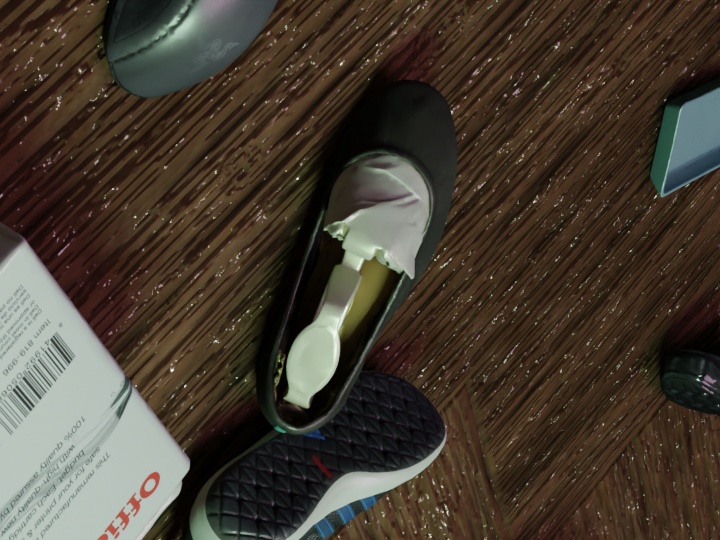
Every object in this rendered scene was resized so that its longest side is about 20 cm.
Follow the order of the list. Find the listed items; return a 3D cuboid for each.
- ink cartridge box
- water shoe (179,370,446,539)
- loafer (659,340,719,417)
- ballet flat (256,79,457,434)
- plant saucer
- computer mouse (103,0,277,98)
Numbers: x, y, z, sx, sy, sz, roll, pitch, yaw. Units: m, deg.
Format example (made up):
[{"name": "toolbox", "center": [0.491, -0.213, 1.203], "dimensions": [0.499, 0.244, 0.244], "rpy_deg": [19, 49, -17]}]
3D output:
[{"name": "ink cartridge box", "center": [-0.174, 0.077, 0.868], "dimensions": [0.147, 0.083, 0.200], "rpy_deg": [-50, 146, -17]}, {"name": "water shoe", "center": [-0.034, 0.118, 1.139], "dimensions": [0.199, 0.072, 0.079], "rpy_deg": [-24, 161, -46]}, {"name": "loafer", "center": [0.283, 0.077, 1.551], "dimensions": [0.200, 0.068, 0.071], "rpy_deg": [19, 80, -56]}, {"name": "ballet flat", "center": [0.000, 0.000, 1.059], "dimensions": [0.068, 0.068, 0.201], "rpy_deg": [-71, -178, -76]}, {"name": "plant saucer", "center": [0.263, -0.112, 1.408], "dimensions": [0.199, 0.019, 0.070], "rpy_deg": [-25, 134, -43]}, {"name": "computer mouse", "center": [-0.057, -0.169, 0.873], "dimensions": [0.201, 0.046, 0.140], "rpy_deg": [-59, 150, -2]}]
